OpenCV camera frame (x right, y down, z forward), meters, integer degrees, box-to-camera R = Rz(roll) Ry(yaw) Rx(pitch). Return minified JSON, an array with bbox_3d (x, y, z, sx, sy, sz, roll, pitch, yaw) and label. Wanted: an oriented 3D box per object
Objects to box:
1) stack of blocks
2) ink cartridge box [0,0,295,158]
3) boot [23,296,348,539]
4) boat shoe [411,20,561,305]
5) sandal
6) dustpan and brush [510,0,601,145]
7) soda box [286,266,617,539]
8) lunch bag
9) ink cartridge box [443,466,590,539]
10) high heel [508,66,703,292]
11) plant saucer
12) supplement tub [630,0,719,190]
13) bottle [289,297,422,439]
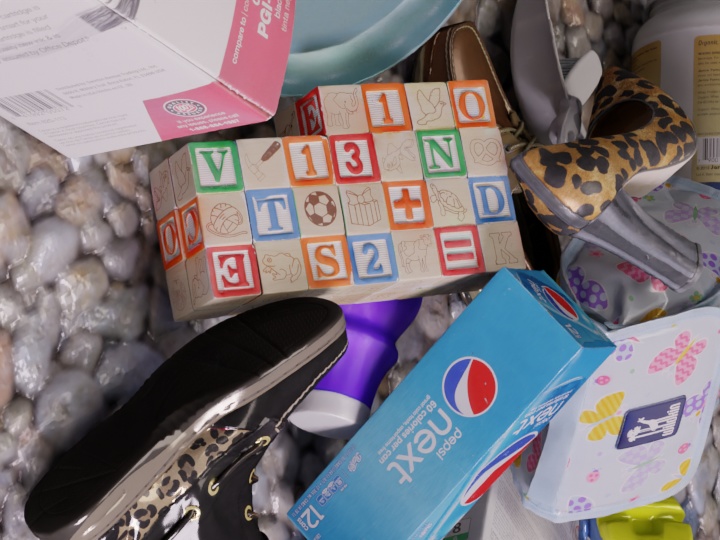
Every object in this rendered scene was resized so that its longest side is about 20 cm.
[{"bbox_3d":[-0.014,-0.041,1.105,0.199,0.059,0.116,-6,79,-29],"label":"stack of blocks"},{"bbox_3d":[-0.149,-0.138,0.934,0.200,0.146,0.083,33,60,-46],"label":"ink cartridge box"},{"bbox_3d":[-0.066,0.122,1.044,0.200,0.073,0.151,-41,122,-23],"label":"boot"},{"bbox_3d":[0.093,-0.068,1.299,0.076,0.074,0.201,-31,111,-47],"label":"boat shoe"},{"bbox_3d":[0.176,0.146,1.370,0.087,0.079,0.201,101,-8,-47],"label":"sandal"},{"bbox_3d":[0.139,-0.117,1.339,0.140,0.057,0.200,68,27,-18],"label":"dustpan and brush"},{"bbox_3d":[0.052,0.093,1.127,0.068,0.200,0.064,46,18,20],"label":"soda box"},{"bbox_3d":[0.177,0.055,1.270,0.200,0.127,0.170,-40,148,-49],"label":"lunch bag"},{"bbox_3d":[0.109,0.179,1.332,0.161,0.050,0.200,59,26,-29],"label":"ink cartridge box"},{"bbox_3d":[0.139,-0.088,1.206,0.142,0.071,0.200,29,34,-29],"label":"high heel"},{"bbox_3d":[-0.011,-0.186,1.062,0.199,0.027,0.201,-21,136,-22],"label":"plant saucer"},{"bbox_3d":[0.276,-0.119,1.488,0.144,0.144,0.201,16,74,-50],"label":"supplement tub"},{"bbox_3d":[0.000,0.000,1.177,0.083,0.065,0.201,28,64,-37],"label":"bottle"}]
